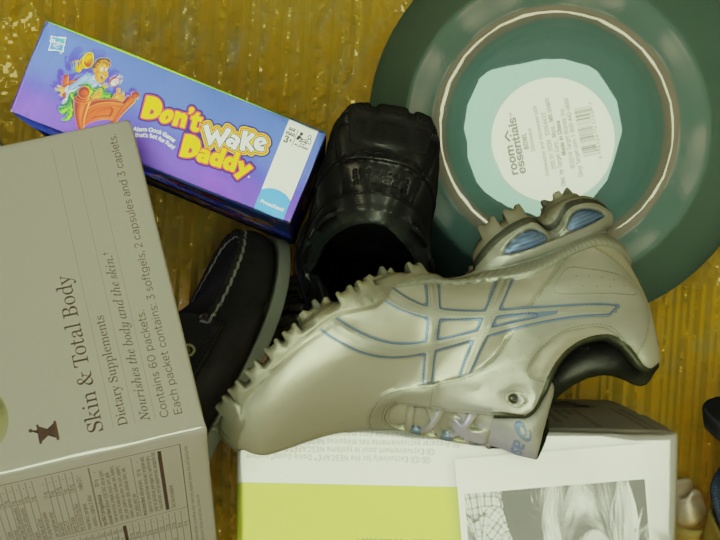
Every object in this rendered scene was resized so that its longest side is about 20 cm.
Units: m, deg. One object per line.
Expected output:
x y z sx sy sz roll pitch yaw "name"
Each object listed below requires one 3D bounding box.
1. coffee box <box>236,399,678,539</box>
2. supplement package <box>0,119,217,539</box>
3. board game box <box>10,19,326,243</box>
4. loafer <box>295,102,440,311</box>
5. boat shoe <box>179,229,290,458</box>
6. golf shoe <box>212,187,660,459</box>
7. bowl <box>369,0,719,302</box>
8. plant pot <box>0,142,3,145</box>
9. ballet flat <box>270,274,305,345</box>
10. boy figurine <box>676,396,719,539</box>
0.039 0.166 1.000 0.199 0.200 0.199 1 90 -1 "coffee box"
-0.175 0.055 0.878 0.199 0.151 0.152 -12 63 -8 "supplement package"
-0.086 -0.062 0.995 0.134 0.200 0.045 22 88 -1 "board game box"
0.000 0.000 0.959 0.068 0.201 0.071 9 60 1 "loafer"
-0.092 0.059 0.999 0.060 0.072 0.202 29 63 -15 "boat shoe"
0.038 0.044 0.880 0.199 0.078 0.097 -26 71 -11 "golf shoe"
0.097 -0.070 0.992 0.200 0.105 0.202 1 94 7 "bowl"
-0.285 -0.015 1.029 0.200 0.141 0.141 -37 91 7 "plant pot"
0.039 0.014 1.074 0.199 0.046 0.068 -8 92 0 "ballet flat"
0.187 0.158 1.049 0.064 0.124 0.201 -2 124 -21 "boy figurine"
